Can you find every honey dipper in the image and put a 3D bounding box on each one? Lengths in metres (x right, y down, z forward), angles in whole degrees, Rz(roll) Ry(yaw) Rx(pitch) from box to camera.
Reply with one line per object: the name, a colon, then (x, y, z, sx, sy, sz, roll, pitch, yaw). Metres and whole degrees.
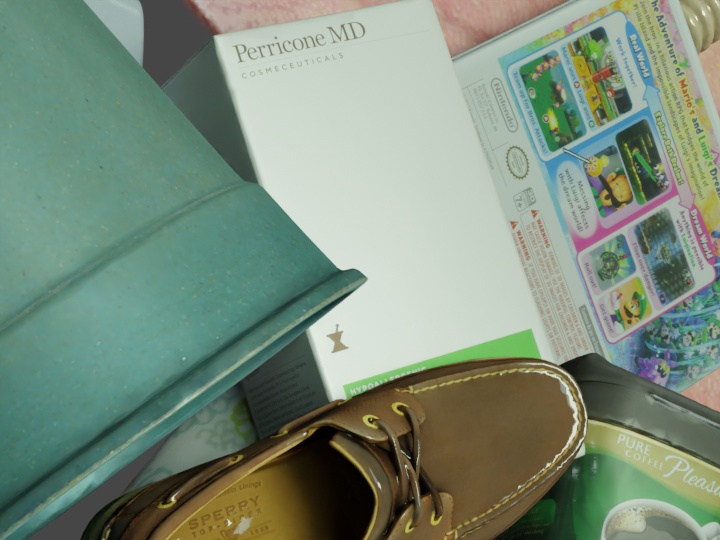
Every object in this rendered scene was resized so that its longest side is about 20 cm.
honey dipper: (0.122, -0.094, 0.903, 0.200, 0.038, 0.038, -37, 100, -29)

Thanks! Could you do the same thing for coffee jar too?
coffee jar: (0.102, 0.141, 0.765, 0.104, 0.085, 0.200, 25, 67, -15)

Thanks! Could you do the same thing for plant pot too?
plant pot: (-0.135, -0.015, 0.608, 0.200, 0.200, 0.196, -35, 87, -31)

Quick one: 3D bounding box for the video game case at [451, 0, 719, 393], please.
video game case: (0.110, -0.024, 0.867, 0.182, 0.024, 0.200, -28, 104, -27)

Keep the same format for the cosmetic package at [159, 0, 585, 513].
cosmetic package: (0.000, 0.000, 0.736, 0.108, 0.085, 0.200, -16, 85, -27)

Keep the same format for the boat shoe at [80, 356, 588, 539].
boat shoe: (0.001, 0.080, 0.632, 0.200, 0.068, 0.072, -19, 85, -24)

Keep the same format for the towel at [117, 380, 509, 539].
towel: (-0.007, 0.132, 0.778, 0.200, 0.048, 0.171, 47, 58, -15)

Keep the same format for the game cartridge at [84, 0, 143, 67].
game cartridge: (-0.163, -0.045, 0.723, 0.133, 0.040, 0.200, 26, 69, -29)
